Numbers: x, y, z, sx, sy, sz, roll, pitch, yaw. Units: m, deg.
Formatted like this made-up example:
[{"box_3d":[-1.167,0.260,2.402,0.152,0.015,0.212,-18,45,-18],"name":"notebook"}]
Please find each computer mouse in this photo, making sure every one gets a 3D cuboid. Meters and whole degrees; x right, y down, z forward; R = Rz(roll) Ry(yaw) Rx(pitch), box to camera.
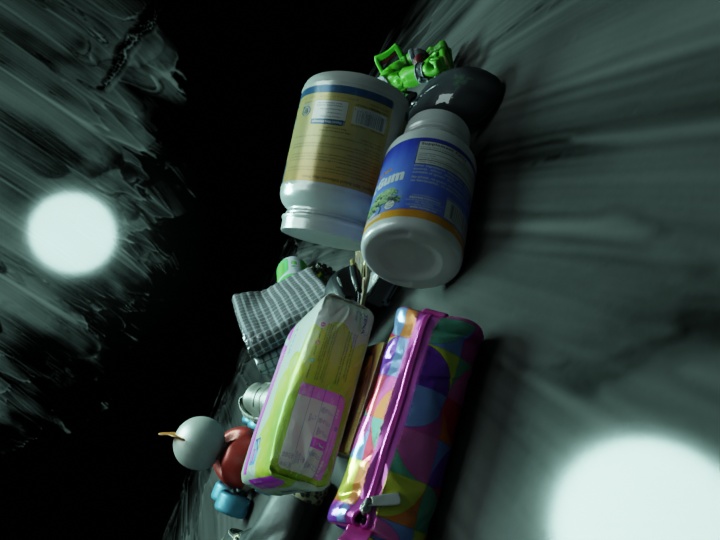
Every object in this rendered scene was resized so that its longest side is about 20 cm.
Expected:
[{"box_3d":[0.097,-0.221,0.839,0.199,0.053,0.139,-9,54,48],"name":"computer mouse"},{"box_3d":[-0.028,0.034,0.877,0.200,0.046,0.141,-90,7,-55],"name":"computer mouse"}]

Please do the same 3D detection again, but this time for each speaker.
[{"box_3d":[-0.166,0.024,1.530,0.089,0.088,0.200,-63,13,10],"name":"speaker"}]

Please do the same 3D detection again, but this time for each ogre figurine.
[{"box_3d":[0.092,-0.336,1.037,0.119,0.098,0.201,-14,41,18],"name":"ogre figurine"}]

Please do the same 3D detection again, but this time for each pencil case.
[{"box_3d":[0.040,0.128,0.511,0.088,0.088,0.201,-35,33,66],"name":"pencil case"}]

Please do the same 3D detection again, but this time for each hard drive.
[{"box_3d":[0.047,-0.049,0.911,0.140,0.038,0.200,-61,14,22],"name":"hard drive"}]

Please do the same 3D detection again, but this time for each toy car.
[{"box_3d":[-0.276,0.327,1.155,0.185,0.199,0.177,-68,13,-14],"name":"toy car"}]

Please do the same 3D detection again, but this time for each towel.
[{"box_3d":[-0.126,0.074,1.046,0.165,0.086,0.200,-28,25,-9],"name":"towel"}]

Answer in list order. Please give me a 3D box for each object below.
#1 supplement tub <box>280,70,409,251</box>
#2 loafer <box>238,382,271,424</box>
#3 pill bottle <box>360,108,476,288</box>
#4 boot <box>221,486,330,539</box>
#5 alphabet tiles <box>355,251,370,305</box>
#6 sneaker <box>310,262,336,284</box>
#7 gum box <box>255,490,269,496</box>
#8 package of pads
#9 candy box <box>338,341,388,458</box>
[{"box_3d":[-0.023,-0.136,0.802,0.145,0.144,0.201,170,113,-75],"name":"supplement tub"},{"box_3d":[-0.144,0.203,0.938,0.200,0.070,0.070,-41,27,62],"name":"loafer"},{"box_3d":[0.073,-0.089,0.710,0.112,0.112,0.201,-49,21,51],"name":"pill bottle"},{"box_3d":[-0.109,0.319,0.790,0.203,0.073,0.154,-14,50,66],"name":"boot"},{"box_3d":[0.000,0.000,0.916,0.201,0.008,0.168,-88,6,-47],"name":"alphabet tiles"},{"box_3d":[-0.099,0.081,1.209,0.085,0.078,0.200,-62,2,44],"name":"sneaker"},{"box_3d":[-0.088,0.223,0.937,0.170,0.044,0.201,-50,21,51],"name":"gum box"},{"box_3d":[-0.059,0.138,0.678,0.154,0.068,0.201,-44,27,60],"name":"package of pads"},{"box_3d":[-0.004,0.153,0.704,0.117,0.056,0.200,-71,12,-18],"name":"candy box"}]
